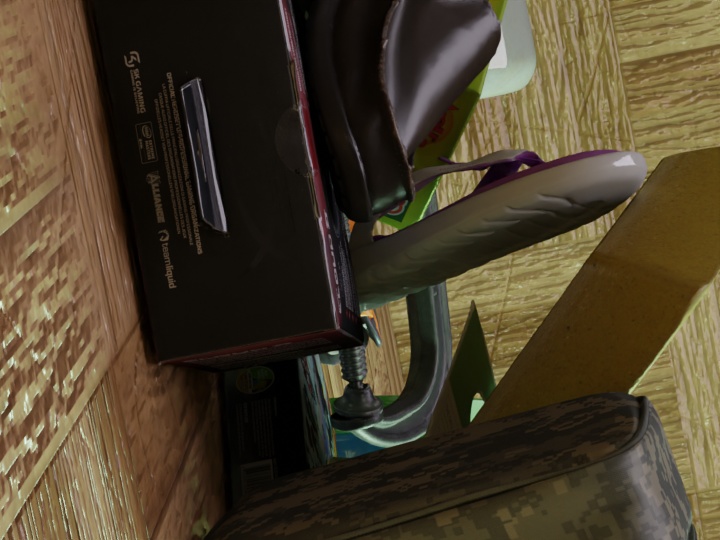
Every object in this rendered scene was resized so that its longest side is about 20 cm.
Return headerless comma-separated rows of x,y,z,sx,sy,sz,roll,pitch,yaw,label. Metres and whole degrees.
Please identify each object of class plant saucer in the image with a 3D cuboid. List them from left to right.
0.101,0.035,1.189,0.200,0.048,0.200,-55,176,28,plant saucer

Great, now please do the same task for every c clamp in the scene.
0.000,0.000,1.330,0.171,0.027,0.202,-38,122,-59,c clamp

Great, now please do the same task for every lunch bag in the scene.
0.050,0.154,1.037,0.139,0.199,0.169,-66,139,-80,lunch bag

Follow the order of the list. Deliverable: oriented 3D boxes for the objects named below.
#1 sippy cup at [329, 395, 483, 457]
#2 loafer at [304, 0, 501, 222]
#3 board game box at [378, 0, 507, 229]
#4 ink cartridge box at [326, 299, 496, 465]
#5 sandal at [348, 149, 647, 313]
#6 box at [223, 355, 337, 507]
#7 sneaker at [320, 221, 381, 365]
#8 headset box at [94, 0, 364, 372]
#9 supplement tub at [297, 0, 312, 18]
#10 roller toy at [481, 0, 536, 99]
0.023,0.141,1.490,0.177,0.139,0.131,16,71,-58,sippy cup
0.022,-0.100,1.101,0.201,0.071,0.073,-83,165,-46,loafer
0.040,-0.126,1.292,0.102,0.047,0.201,116,-7,-48,board game box
0.021,0.133,1.224,0.146,0.048,0.201,74,25,-44,ink cartridge box
0.033,-0.026,1.193,0.082,0.202,0.050,-2,73,-54,sandal
-0.035,0.090,1.287,0.201,0.040,0.138,-97,176,-50,box
-0.017,0.001,1.602,0.200,0.077,0.113,-49,128,-86,sneaker
-0.051,-0.038,1.088,0.200,0.077,0.150,30,50,-85,headset box
-0.035,-0.164,1.405,0.123,0.122,0.202,30,49,-86,supplement tub
0.006,-0.159,1.590,0.200,0.181,0.141,-48,126,-86,roller toy
